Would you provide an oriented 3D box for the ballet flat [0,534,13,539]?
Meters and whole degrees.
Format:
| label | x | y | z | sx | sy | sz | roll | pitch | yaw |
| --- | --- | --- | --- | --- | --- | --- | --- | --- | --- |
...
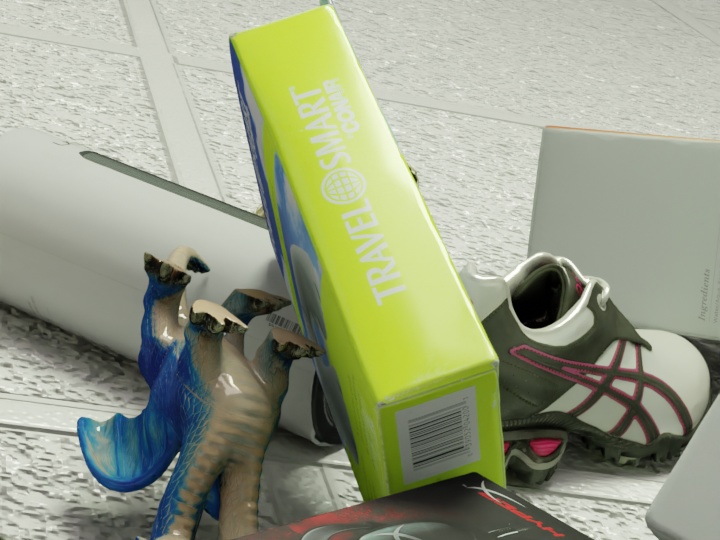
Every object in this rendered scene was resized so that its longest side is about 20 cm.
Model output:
| label | x | y | z | sx | sy | sz | roll | pitch | yaw |
| --- | --- | --- | --- | --- | --- | --- | --- | --- | --- |
| ballet flat | -0.174 | 0.073 | 0.597 | 0.199 | 0.057 | 0.066 | 22 | 19 | 27 |

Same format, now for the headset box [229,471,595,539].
| label | x | y | z | sx | sy | sz | roll | pitch | yaw |
| --- | --- | --- | --- | --- | --- | --- | --- | --- | --- |
| headset box | 0.017 | 0.134 | 0.519 | 0.148 | 0.078 | 0.199 | 27 | 21 | 36 |

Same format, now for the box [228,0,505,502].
| label | x | y | z | sx | sy | sz | roll | pitch | yaw |
| --- | --- | --- | --- | --- | --- | --- | --- | --- | --- |
| box | 0.000 | 0.000 | 0.693 | 0.047 | 0.122 | 0.201 | -17 | 51 | -7 |

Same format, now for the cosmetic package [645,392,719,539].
| label | x | y | z | sx | sy | sz | roll | pitch | yaw |
| --- | --- | --- | --- | --- | --- | --- | --- | --- | --- |
| cosmetic package | 0.219 | 0.076 | 0.567 | 0.164 | 0.165 | 0.200 | 28 | -9 | 38 |

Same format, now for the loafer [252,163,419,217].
| label | x | y | z | sx | sy | sz | roll | pitch | yaw |
| --- | --- | --- | --- | --- | --- | --- | --- | --- | --- |
| loafer | -0.022 | -0.016 | 0.954 | 0.075 | 0.068 | 0.200 | 17 | 18 | 12 |

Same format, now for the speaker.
| label | x | y | z | sx | sy | sz | roll | pitch | yaw |
| --- | --- | --- | --- | --- | --- | --- | --- | --- | --- |
| speaker | -0.082 | 0.004 | 0.835 | 0.199 | 0.082 | 0.081 | 21 | 19 | 25 |

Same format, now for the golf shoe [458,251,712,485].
| label | x | y | z | sx | sy | sz | roll | pitch | yaw |
| --- | --- | --- | --- | --- | --- | --- | --- | --- | --- |
| golf shoe | 0.101 | 0.039 | 0.850 | 0.077 | 0.089 | 0.199 | 25 | 19 | 37 |

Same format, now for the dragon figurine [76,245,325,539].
| label | x | y | z | sx | sy | sz | roll | pitch | yaw |
| --- | --- | --- | --- | --- | --- | --- | --- | --- | --- |
| dragon figurine | -0.064 | 0.053 | 0.689 | 0.058 | 0.100 | 0.200 | 18 | 11 | -26 |

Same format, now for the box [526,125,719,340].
| label | x | y | z | sx | sy | sz | roll | pitch | yaw |
| --- | --- | --- | --- | --- | --- | --- | --- | --- | --- |
| box | 0.200 | -0.013 | 0.963 | 0.199 | 0.098 | 0.124 | 8 | 3 | 38 |
